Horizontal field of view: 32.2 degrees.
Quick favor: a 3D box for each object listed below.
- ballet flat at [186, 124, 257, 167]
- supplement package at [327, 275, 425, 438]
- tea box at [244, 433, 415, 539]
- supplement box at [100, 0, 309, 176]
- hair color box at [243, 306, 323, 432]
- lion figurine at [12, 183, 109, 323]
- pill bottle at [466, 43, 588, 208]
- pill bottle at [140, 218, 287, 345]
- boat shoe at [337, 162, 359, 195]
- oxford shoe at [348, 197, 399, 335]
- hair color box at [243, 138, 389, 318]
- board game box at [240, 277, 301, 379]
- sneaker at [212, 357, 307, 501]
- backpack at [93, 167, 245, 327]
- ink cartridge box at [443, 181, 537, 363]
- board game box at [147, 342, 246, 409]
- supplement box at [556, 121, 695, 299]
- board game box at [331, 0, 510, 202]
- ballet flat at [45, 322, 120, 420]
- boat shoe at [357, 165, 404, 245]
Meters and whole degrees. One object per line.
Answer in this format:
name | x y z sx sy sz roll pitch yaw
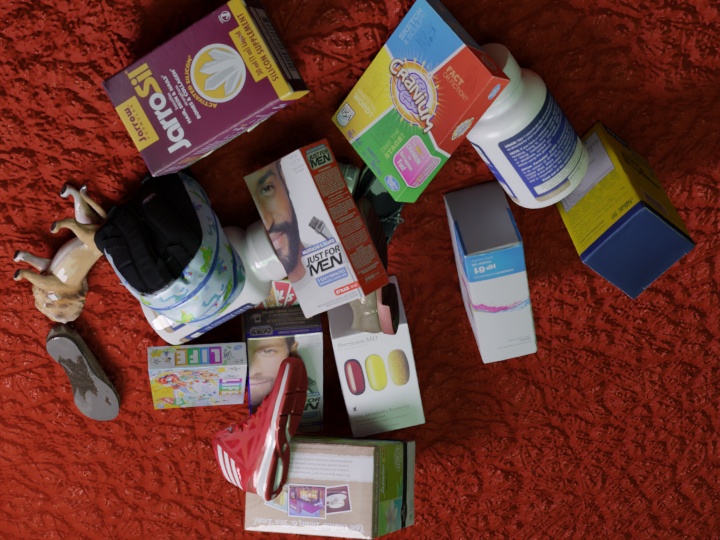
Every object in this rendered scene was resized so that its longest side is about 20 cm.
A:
ballet flat | -0.162 -0.186 1.554 0.199 0.064 0.068 -29 128 12
supplement package | 0.020 0.126 1.804 0.113 0.110 0.201 -13 129 0
tea box | -0.041 0.313 1.832 0.198 0.135 0.197 0 176 19
supplement box | -0.181 -0.217 1.469 0.199 0.103 0.132 -30 93 13
hair color box | -0.109 0.147 1.797 0.108 0.065 0.201 -5 128 -6
lion figurine | -0.378 -0.018 1.645 0.122 0.073 0.200 29 114 -37
pill bottle | 0.197 -0.185 1.584 0.119 0.120 0.200 -31 127 14
pill bottle | -0.189 0.009 1.667 0.199 0.111 0.111 -28 128 17
boat shoe | -0.058 -0.065 1.676 0.071 0.070 0.202 20 126 1
oxford shoe | 0.000 0.000 1.647 0.074 0.071 0.202 -3 116 15
hair color box | -0.057 -0.052 1.590 0.110 0.064 0.201 -22 93 41
board game box | -0.124 0.086 1.803 0.095 0.030 0.201 -4 131 -7
sneaker | -0.149 0.210 1.738 0.115 0.202 0.078 14 178 23
backpack | -0.230 -0.021 1.557 0.163 0.200 0.154 -42 117 -2
ink cartridge box | 0.180 0.005 1.715 0.084 0.145 0.201 -14 129 2
board game box | -0.230 0.150 1.765 0.133 0.035 0.200 -3 159 -8
supplement box | 0.337 -0.081 1.639 0.109 0.201 0.109 32 118 -30
board game box | 0.069 -0.208 1.524 0.040 0.153 0.200 -1 136 -52
ballet flat | -0.397 0.144 1.791 0.067 0.047 0.201 -15 134 6
boat shoe | 0.022 -0.074 1.678 0.074 0.062 0.201 13 123 -17
